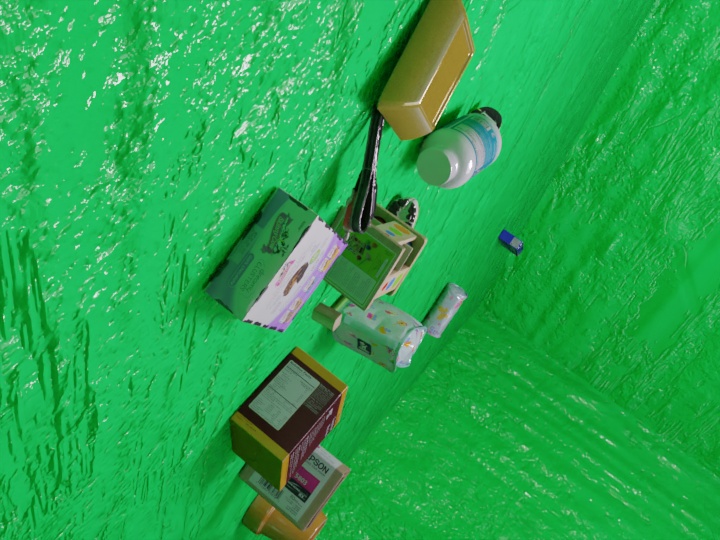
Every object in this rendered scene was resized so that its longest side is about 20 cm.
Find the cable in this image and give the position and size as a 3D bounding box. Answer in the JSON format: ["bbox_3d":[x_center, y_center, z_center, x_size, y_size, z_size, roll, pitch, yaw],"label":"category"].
[{"bbox_3d":[-0.001,-0.136,1.139,0.097,0.050,0.201,-61,158,-58],"label":"cable"}]

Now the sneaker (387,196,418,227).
[{"bbox_3d":[0.061,-0.053,1.543,0.201,0.077,0.085,-57,171,14],"label":"sneaker"}]

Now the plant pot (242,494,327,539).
[{"bbox_3d":[-0.200,0.692,2.212,0.200,0.183,0.200,-50,165,-18],"label":"plant pot"}]

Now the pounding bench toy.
[{"bbox_3d":[0.000,0.000,1.355,0.201,0.124,0.156,-59,166,19],"label":"pounding bench toy"}]

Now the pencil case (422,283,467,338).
[{"bbox_3d":[0.296,0.141,2.767,0.201,0.083,0.091,-58,174,15],"label":"pencil case"}]

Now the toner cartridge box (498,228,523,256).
[{"bbox_3d":[0.619,-0.112,3.215,0.043,0.095,0.200,-53,166,2],"label":"toner cartridge box"}]

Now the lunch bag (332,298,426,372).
[{"bbox_3d":[0.037,0.133,1.699,0.123,0.170,0.200,-63,165,7],"label":"lunch bag"}]

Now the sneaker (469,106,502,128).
[{"bbox_3d":[0.213,-0.253,1.609,0.200,0.074,0.081,-48,176,-3],"label":"sneaker"}]

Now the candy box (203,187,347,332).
[{"bbox_3d":[-0.110,-0.007,1.084,0.168,0.071,0.200,-54,167,-2],"label":"candy box"}]

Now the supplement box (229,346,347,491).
[{"bbox_3d":[-0.144,0.299,1.569,0.200,0.132,0.198,-46,164,-28],"label":"supplement box"}]

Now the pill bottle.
[{"bbox_3d":[0.179,-0.220,1.459,0.200,0.111,0.111,-36,157,-51],"label":"pill bottle"}]

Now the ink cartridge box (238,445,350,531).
[{"bbox_3d":[-0.152,0.467,1.800,0.165,0.200,0.075,-55,167,2],"label":"ink cartridge box"}]

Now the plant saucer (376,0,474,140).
[{"bbox_3d":[0.108,-0.290,1.134,0.201,0.048,0.200,-62,165,2],"label":"plant saucer"}]
